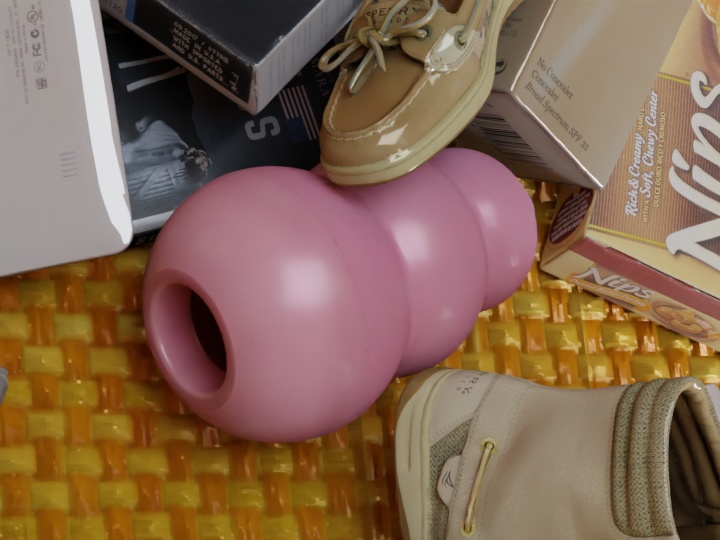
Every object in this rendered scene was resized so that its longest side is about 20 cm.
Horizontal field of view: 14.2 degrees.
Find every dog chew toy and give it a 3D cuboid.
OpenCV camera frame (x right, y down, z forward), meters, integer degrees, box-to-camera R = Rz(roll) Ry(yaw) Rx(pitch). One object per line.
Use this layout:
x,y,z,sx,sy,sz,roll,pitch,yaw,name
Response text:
0.000,0.000,1.317,0.200,0.124,0.125,-22,83,-35,dog chew toy

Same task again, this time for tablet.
-0.177,-0.093,1.286,0.130,0.014,0.201,-11,79,8,tablet

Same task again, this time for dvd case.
-0.092,-0.091,1.357,0.199,0.025,0.151,-15,79,-26,dvd case

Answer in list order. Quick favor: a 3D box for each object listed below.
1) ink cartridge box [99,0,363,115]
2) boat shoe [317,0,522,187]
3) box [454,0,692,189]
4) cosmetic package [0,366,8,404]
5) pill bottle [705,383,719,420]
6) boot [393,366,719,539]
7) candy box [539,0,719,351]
-0.066,-0.195,1.355,0.198,0.043,0.200,34,58,13,ink cartridge box
0.028,-0.120,1.296,0.063,0.073,0.200,60,42,-37,boat shoe
0.107,-0.149,1.398,0.095,0.078,0.200,40,69,-43,box
-0.236,0.116,1.192,0.107,0.090,0.201,27,61,-16,cosmetic package
0.165,0.162,1.334,0.113,0.113,0.200,-22,83,-28,pill bottle
0.097,0.141,1.267,0.072,0.154,0.201,-18,103,-51,boot
0.172,-0.072,1.447,0.115,0.055,0.201,24,65,-15,candy box
